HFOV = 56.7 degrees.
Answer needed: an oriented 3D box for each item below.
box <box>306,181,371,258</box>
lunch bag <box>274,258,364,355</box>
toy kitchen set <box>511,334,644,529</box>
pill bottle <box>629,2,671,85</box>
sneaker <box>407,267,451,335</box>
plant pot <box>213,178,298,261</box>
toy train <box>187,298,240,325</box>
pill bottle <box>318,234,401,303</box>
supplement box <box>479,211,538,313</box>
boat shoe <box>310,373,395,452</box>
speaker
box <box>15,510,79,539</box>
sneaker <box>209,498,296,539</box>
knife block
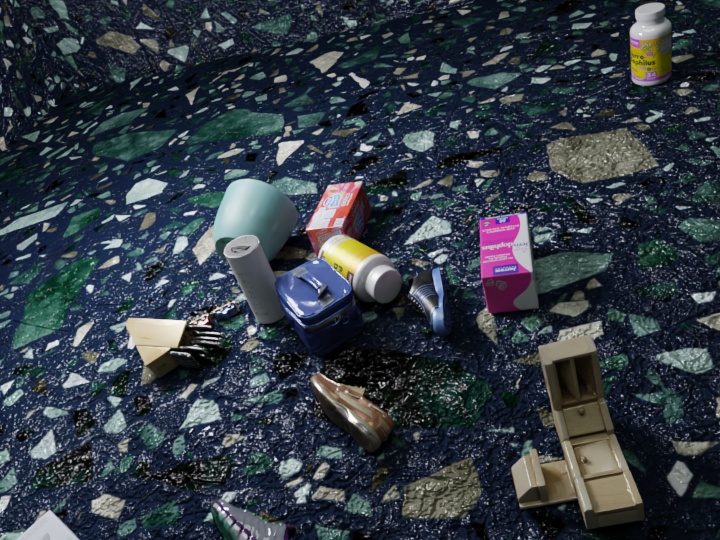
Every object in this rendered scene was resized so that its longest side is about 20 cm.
[{"bbox_3d":[-0.050,-0.129,1.676,0.099,0.096,0.200,-3,39,21],"label":"box"},{"bbox_3d":[-0.089,0.070,1.407,0.136,0.133,0.200,-32,37,-15],"label":"lunch bag"},{"bbox_3d":[0.289,0.240,0.966,0.163,0.181,0.200,-14,32,10],"label":"toy kitchen set"},{"bbox_3d":[0.790,-0.615,1.816,0.104,0.200,0.104,-13,36,10],"label":"pill bottle"},{"bbox_3d":[0.138,0.069,1.362,0.078,0.070,0.200,-17,30,12],"label":"sneaker"},{"bbox_3d":[-0.276,-0.101,1.676,0.200,0.201,0.161,1,52,26],"label":"plant pot"},{"bbox_3d":[-0.371,0.122,1.557,0.200,0.034,0.046,-28,40,-9],"label":"toy train"},{"bbox_3d":[0.000,0.000,1.474,0.109,0.109,0.200,-36,38,-21],"label":"pill bottle"},{"bbox_3d":[0.302,-0.018,1.363,0.101,0.104,0.200,-8,39,15],"label":"supplement box"},{"bbox_3d":[-0.015,0.245,1.204,0.072,0.076,0.200,-34,47,-24],"label":"boat shoe"},{"bbox_3d":[-0.229,0.022,1.477,0.081,0.200,0.081,-12,37,10],"label":"speaker"},{"bbox_3d":[-0.519,0.519,1.061,0.176,0.097,0.200,16,49,40],"label":"box"},{"bbox_3d":[-0.156,0.420,1.055,0.087,0.075,0.200,-28,44,-34],"label":"sneaker"},{"bbox_3d":[-0.407,0.145,1.488,0.175,0.064,0.200,-35,53,-10],"label":"knife block"}]
